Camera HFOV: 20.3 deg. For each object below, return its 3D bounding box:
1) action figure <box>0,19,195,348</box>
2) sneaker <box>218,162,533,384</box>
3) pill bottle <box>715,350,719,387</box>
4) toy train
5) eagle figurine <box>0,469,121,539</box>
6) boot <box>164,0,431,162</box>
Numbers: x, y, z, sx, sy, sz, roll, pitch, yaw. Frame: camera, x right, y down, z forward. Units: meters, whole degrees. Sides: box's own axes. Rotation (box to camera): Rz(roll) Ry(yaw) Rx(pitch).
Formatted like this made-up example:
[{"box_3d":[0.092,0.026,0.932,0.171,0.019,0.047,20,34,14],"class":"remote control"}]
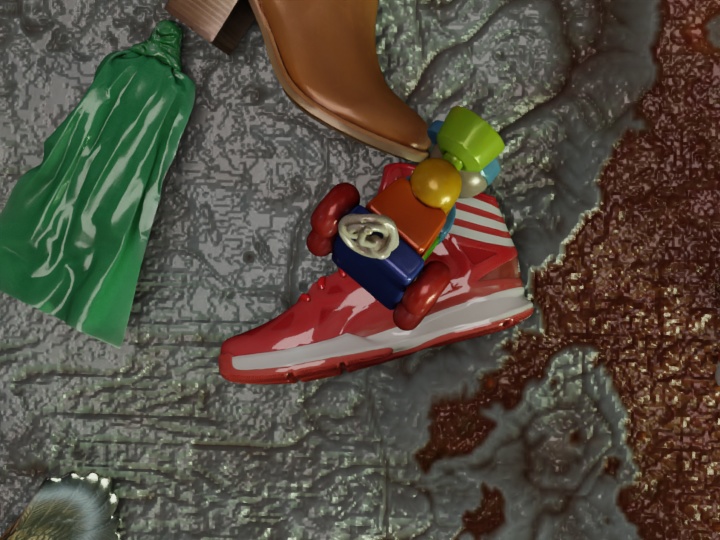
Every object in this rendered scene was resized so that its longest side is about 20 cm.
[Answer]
[{"box_3d":[-0.158,-0.066,1.274,0.117,0.055,0.201,25,90,8],"class":"action figure"},{"box_3d":[0.000,0.000,1.254,0.198,0.078,0.117,-13,83,-3],"class":"sneaker"},{"box_3d":[0.284,-0.016,1.180,0.110,0.111,0.202,14,96,7],"class":"pill bottle"},{"box_3d":[0.037,-0.044,1.123,0.084,0.200,0.116,39,81,3],"class":"toy train"},{"box_3d":[-0.261,0.196,1.288,0.152,0.150,0.201,44,64,-35],"class":"eagle figurine"},{"box_3d":[-0.006,-0.173,1.236,0.199,0.074,0.155,36,94,2],"class":"boot"}]
